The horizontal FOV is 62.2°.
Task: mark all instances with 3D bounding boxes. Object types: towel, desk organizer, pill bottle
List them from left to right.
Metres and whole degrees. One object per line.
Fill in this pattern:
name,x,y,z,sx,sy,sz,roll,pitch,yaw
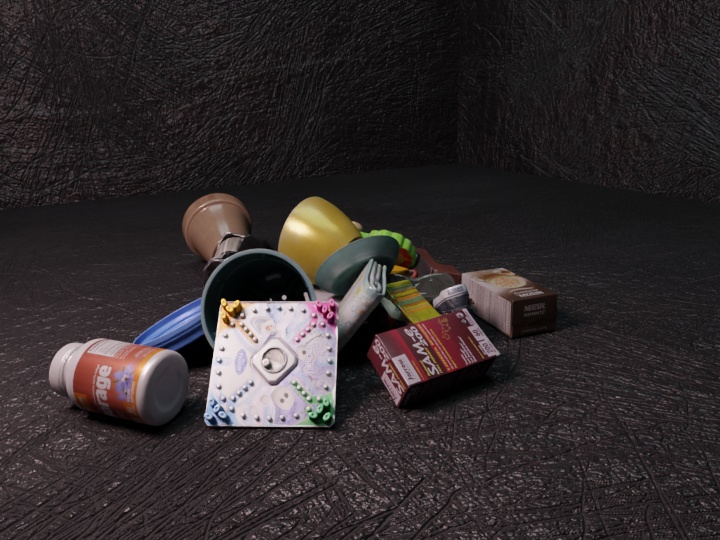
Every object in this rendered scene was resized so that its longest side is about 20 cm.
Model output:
pill bottle,-0.376,0.168,0.925,0.196,0.115,0.112,5,18,21
towel,-0.012,0.074,1.139,0.048,0.172,0.200,34,16,-4
towel,0.130,0.092,1.116,0.085,0.018,0.200,-14,53,-49
desk organizer,0.177,0.006,1.464,0.075,0.073,0.200,10,15,-11

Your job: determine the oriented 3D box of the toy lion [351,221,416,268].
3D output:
toy lion,0.046,-0.042,1.508,0.188,0.201,0.070,15,64,7

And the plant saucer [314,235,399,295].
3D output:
plant saucer,0.000,0.000,1.265,0.197,0.201,0.036,-11,62,-29

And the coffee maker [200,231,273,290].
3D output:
coffee maker,-0.268,-0.006,1.425,0.188,0.137,0.201,-8,21,-1

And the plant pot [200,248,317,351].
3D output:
plant pot,-0.165,0.068,1.081,0.196,0.205,0.196,-1,-1,2

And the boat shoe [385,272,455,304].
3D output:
boat shoe,0.105,0.049,1.297,0.198,0.076,0.065,-8,-26,-8

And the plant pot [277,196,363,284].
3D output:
plant pot,-0.069,-0.050,1.353,0.140,0.204,0.199,21,26,30

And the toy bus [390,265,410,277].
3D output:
toy bus,0.056,0.027,1.408,0.064,0.080,0.198,-17,23,-42

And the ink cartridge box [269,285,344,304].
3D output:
ink cartridge box,-0.097,0.072,1.336,0.195,0.041,0.200,-5,18,-15

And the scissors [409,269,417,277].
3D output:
scissors,0.059,0.031,1.494,0.197,0.014,0.074,-5,45,39

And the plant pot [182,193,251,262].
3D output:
plant pot,-0.382,-0.089,1.664,0.197,0.204,0.175,-9,35,-24

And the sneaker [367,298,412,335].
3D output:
sneaker,0.089,0.107,1.186,0.092,0.072,0.199,3,14,-30

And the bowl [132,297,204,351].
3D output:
bowl,-0.333,0.104,1.133,0.198,0.040,0.201,-26,13,6

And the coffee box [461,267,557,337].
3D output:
coffee box,0.312,0.063,1.271,0.112,0.081,0.200,-8,18,-20

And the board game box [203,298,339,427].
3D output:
board game box,-0.134,0.138,0.925,0.195,0.204,0.026,0,-28,3

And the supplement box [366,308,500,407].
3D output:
supplement box,0.122,0.141,0.995,0.197,0.061,0.109,-13,52,-31

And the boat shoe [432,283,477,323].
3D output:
boat shoe,0.193,0.092,1.221,0.069,0.093,0.200,-15,-11,3
